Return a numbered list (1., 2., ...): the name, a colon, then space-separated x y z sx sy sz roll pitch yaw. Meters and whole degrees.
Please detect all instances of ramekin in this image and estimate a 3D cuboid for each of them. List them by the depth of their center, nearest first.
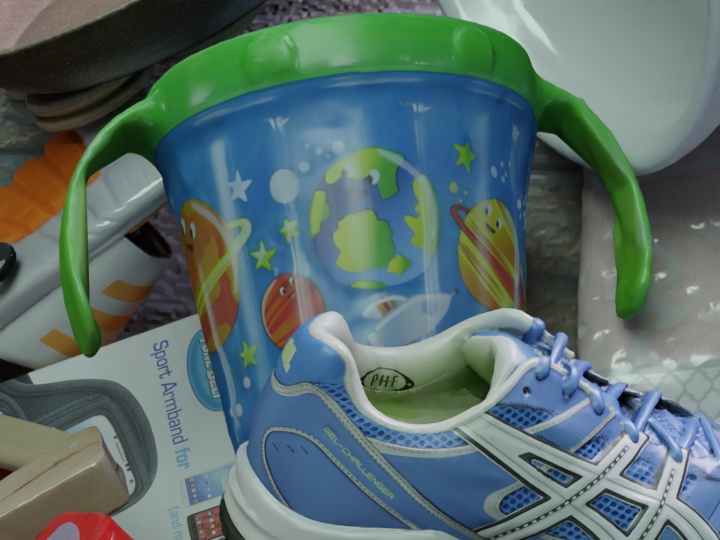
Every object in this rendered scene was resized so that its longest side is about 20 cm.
1. ramekin: 0.098 -0.143 0.837 0.097 0.202 0.201 -24 49 -23

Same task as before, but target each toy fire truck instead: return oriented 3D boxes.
1. toy fire truck: -0.117 0.086 0.734 0.199 0.049 0.141 -5 32 42

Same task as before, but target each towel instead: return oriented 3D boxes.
1. towel: 0.170 0.006 0.835 0.198 0.032 0.192 -3 54 15

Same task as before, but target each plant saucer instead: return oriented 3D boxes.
1. plant saucer: -0.076 -0.121 0.919 0.199 0.037 0.201 -24 25 12

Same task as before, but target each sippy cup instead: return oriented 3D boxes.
1. sippy cup: 0.000 0.000 0.806 0.176 0.139 0.132 -14 73 22

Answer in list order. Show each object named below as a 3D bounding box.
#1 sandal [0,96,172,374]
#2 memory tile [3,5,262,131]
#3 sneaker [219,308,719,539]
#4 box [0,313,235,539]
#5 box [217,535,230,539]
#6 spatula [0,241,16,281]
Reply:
1. sandal: -0.128 0.015 0.916 0.206 0.059 0.079 -39 32 15
2. memory tile: -0.058 -0.122 0.968 0.199 0.017 0.153 -33 25 -10
3. sneaker: 0.061 0.058 0.720 0.198 0.078 0.076 3 28 -16
4. box: -0.095 0.088 0.857 0.199 0.042 0.120 -21 51 5
5. box: -0.012 0.197 0.695 0.106 0.123 0.200 -36 51 -10
6. spatula: -0.204 0.031 0.912 0.199 0.021 0.057 -26 38 31
